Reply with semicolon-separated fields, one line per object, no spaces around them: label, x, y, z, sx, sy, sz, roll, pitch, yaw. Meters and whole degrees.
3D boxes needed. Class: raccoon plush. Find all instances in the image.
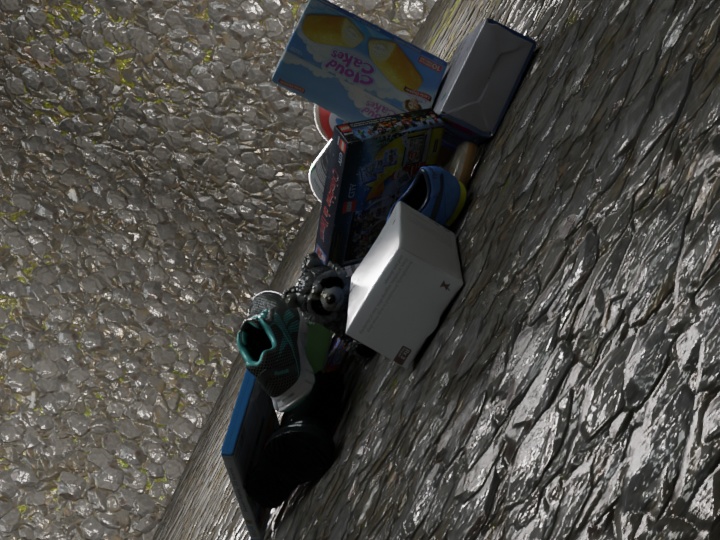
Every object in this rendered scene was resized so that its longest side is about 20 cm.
raccoon plush;-0.038;0.049;1.707;0.097;0.133;0.200;-64;7;-19

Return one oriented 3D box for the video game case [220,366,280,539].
video game case;-0.132;0.230;1.712;0.201;0.018;0.144;79;-161;-47

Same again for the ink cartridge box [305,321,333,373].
ink cartridge box;-0.074;0.112;1.799;0.200;0.059;0.104;112;173;-65

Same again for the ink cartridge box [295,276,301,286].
ink cartridge box;-0.084;0.091;2.025;0.145;0.083;0.200;-64;-2;28

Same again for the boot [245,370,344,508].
boot;-0.062;0.187;1.643;0.198;0.073;0.163;-52;6;49

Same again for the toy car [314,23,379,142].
toy car;0.049;-0.250;1.959;0.177;0.185;0.199;-37;24;-34

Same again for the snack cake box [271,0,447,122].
snack cake box;0.000;-0.254;1.737;0.067;0.199;0.115;-55;11;51

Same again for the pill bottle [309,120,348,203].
pill bottle;0.021;-0.173;1.882;0.200;0.113;0.113;-50;12;40

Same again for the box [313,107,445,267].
box;0.021;-0.099;1.674;0.038;0.136;0.201;54;145;39

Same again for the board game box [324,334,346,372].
board game box;-0.017;0.080;1.940;0.201;0.019;0.103;-63;5;-15

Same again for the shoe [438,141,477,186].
shoe;0.081;-0.073;1.648;0.201;0.053;0.070;-62;6;0

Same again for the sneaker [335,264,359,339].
sneaker;0.000;0.000;1.862;0.201;0.081;0.074;-63;7;-13

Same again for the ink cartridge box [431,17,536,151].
ink cartridge box;0.141;-0.230;1.733;0.137;0.076;0.200;-64;8;-5

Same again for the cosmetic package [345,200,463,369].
cosmetic package;0.046;0.011;1.442;0.113;0.081;0.200;-58;6;13

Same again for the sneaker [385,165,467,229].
sneaker;0.045;-0.032;1.576;0.066;0.078;0.201;40;104;43

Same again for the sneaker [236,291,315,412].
sneaker;-0.111;0.078;1.645;0.077;0.091;0.200;-37;35;10

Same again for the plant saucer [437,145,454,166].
plant saucer;0.141;-0.236;1.951;0.201;0.035;0.200;-61;6;10
